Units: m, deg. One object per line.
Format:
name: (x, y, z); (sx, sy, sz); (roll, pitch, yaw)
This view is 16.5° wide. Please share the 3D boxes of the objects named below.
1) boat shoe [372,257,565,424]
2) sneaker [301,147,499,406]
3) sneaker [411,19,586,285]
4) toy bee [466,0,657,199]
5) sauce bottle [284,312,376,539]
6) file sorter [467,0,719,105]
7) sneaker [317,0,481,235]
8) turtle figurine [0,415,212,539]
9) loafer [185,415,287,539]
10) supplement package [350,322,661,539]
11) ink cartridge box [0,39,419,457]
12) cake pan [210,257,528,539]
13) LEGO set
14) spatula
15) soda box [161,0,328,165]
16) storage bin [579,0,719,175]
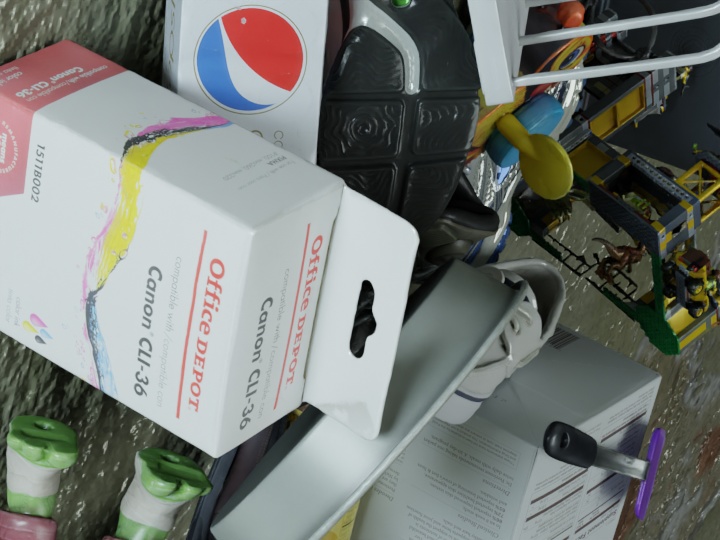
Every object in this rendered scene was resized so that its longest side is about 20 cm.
boat shoe: (0.068, 0.030, 1.362); (0.066, 0.072, 0.200); (-47, 168, 19)
sneaker: (0.000, 0.000, 1.260); (0.076, 0.114, 0.200); (-22, 135, -50)
sneaker: (0.062, -0.076, 1.396); (0.085, 0.077, 0.200); (-8, 121, -54)
toy bee: (0.074, -0.111, 1.301); (0.200, 0.131, 0.109); (-59, 173, -21)
sauce bottle: (-0.023, 0.090, 1.409); (0.065, 0.065, 0.200); (-23, 132, -52)
file sorter: (0.115, -0.189, 1.174); (0.200, 0.124, 0.139); (-75, 155, -60)
sneaker: (0.010, -0.120, 1.183); (0.115, 0.076, 0.201); (-118, -154, -71)
turtle figurine: (-0.148, 0.181, 1.178); (0.200, 0.144, 0.194); (-8, 117, -63)
loafer: (-0.064, 0.152, 1.318); (0.072, 0.063, 0.200); (113, -3, -49)
supplement package: (0.060, 0.137, 1.499); (0.151, 0.152, 0.200); (-24, 134, -52)
ink cartridge box: (-0.079, -0.003, 1.061); (0.067, 0.200, 0.117); (-30, 139, -48)
cake pan: (0.000, 0.069, 1.170); (0.200, 0.037, 0.200); (-48, -179, 1)
LEGO set: (0.170, -0.059, 1.470); (0.116, 0.200, 0.154); (-36, 137, -18)
spatula: (0.142, 0.109, 1.424); (0.200, 0.021, 0.057); (22, 80, -60)
soda box: (-0.055, -0.074, 1.132); (0.064, 0.068, 0.200); (-114, -154, -65)
storage bin: (0.220, -0.154, 1.538); (0.145, 0.134, 0.200); (-30, 140, -48)
